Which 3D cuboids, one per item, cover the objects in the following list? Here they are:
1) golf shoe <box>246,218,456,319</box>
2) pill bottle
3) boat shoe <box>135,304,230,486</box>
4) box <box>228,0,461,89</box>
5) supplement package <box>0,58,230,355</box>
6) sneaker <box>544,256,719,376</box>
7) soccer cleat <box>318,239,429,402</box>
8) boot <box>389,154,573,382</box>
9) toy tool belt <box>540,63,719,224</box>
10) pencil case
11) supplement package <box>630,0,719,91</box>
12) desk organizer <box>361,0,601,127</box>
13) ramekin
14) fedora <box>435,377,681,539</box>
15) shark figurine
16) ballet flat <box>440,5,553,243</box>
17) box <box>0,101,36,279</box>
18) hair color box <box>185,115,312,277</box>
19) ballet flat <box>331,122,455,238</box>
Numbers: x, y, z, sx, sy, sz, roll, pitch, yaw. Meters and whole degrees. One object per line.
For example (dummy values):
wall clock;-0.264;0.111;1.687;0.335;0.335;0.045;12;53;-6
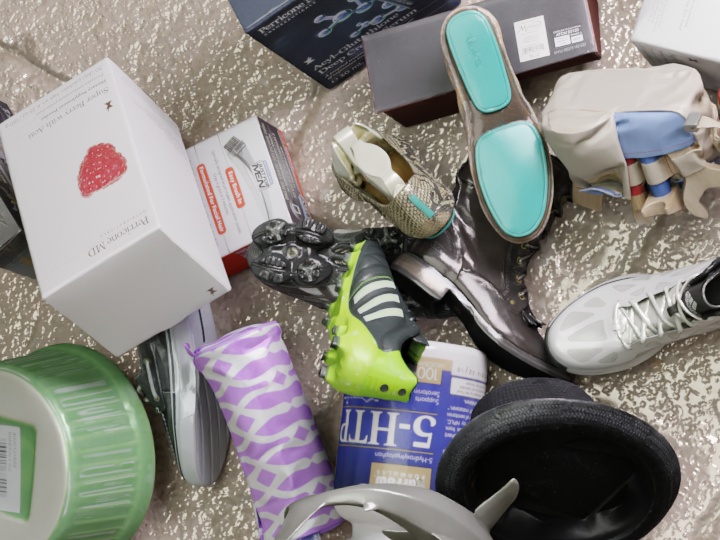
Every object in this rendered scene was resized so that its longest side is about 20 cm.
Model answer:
golf shoe;0.000;0.000;1.695;0.199;0.095;0.078;14;77;-3
pill bottle;0.039;0.162;1.624;0.119;0.120;0.201;3;82;21
boat shoe;-0.164;0.092;1.725;0.071;0.072;0.201;-3;96;25
box;-0.024;-0.260;1.674;0.148;0.200;0.107;-32;71;13
supplement package;-0.211;-0.054;1.655;0.121;0.120;0.200;-30;53;11
sneaker;0.241;0.024;1.551;0.200;0.115;0.076;-19;79;3
soccer cleat;0.013;0.043;1.563;0.081;0.200;0.068;19;119;-8
boot;0.138;-0.018;1.640;0.200;0.069;0.174;38;77;-2
toy tool belt;0.249;-0.098;1.560;0.199;0.123;0.125;0;42;30
pencil case;-0.078;0.143;1.670;0.085;0.084;0.201;-20;88;1
supplement package;0.340;-0.202;1.570;0.199;0.121;0.120;17;87;23
desk organizer;0.110;-0.187;1.677;0.199;0.077;0.072;-14;77;18
ramekin;-0.288;0.168;1.726;0.199;0.098;0.201;2;94;35
fedora;0.157;0.147;1.572;0.200;0.201;0.092;-24;38;15
shark figurine;0.044;0.208;1.497;0.128;0.214;0.090;-50;29;28
ballet flat;0.115;-0.120;1.601;0.068;0.067;0.201;-12;87;2
box;-0.336;-0.084;1.785;0.048;0.158;0.200;-38;71;11
hair color box;-0.152;-0.045;1.761;0.199;0.064;0.111;-25;72;17
ballet flat;0.015;-0.087;1.645;0.068;0.075;0.200;-48;30;1
